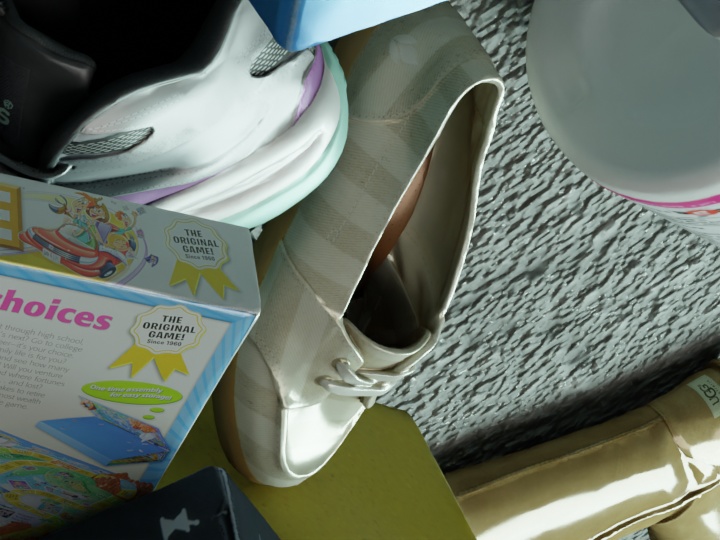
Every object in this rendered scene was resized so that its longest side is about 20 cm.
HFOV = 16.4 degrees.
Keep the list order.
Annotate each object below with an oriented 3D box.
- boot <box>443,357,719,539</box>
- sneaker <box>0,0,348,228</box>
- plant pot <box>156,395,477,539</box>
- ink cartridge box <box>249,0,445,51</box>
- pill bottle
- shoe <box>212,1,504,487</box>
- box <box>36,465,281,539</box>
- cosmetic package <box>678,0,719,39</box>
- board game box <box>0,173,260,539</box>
[{"bbox_3d":[0.105,0.129,1.241,0.200,0.066,0.175,-23,139,-22],"label":"boot"},{"bbox_3d":[-0.106,-0.037,0.720,0.200,0.078,0.140,-36,152,-5],"label":"sneaker"},{"bbox_3d":[-0.070,0.150,0.952,0.195,0.194,0.200,-41,141,15],"label":"plant pot"},{"bbox_3d":[-0.003,-0.170,0.522,0.084,0.146,0.200,-19,151,-24],"label":"ink cartridge box"},{"bbox_3d":[0.151,-0.061,0.911,0.113,0.113,0.200,-41,152,16],"label":"pill bottle"},{"bbox_3d":[0.000,0.000,0.859,0.070,0.053,0.200,-14,132,-44],"label":"shoe"},{"bbox_3d":[-0.036,0.183,0.754,0.107,0.149,0.200,-23,139,8],"label":"box"},{"bbox_3d":[0.142,-0.192,0.623,0.165,0.165,0.200,-15,148,-34],"label":"cosmetic package"},{"bbox_3d":[-0.145,0.024,0.692,0.200,0.034,0.134,13,133,-23],"label":"board game box"}]
